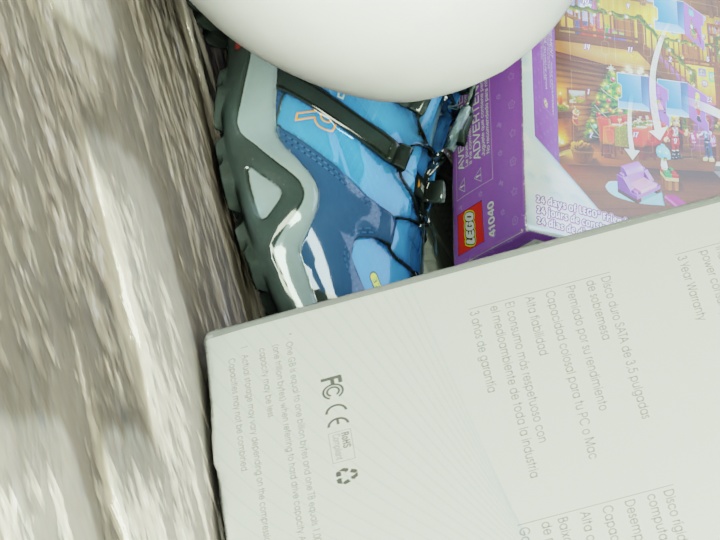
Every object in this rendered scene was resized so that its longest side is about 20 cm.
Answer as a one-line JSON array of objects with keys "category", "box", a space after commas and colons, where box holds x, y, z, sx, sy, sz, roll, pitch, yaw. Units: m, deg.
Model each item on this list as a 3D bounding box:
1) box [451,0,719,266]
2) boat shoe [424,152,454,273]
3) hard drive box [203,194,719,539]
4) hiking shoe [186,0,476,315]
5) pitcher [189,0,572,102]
[{"category": "box", "box": [0.118, -0.047, 0.830, 0.039, 0.200, 0.137, -29, -127, 50]}, {"category": "boat shoe", "box": [0.001, 0.001, 0.829, 0.074, 0.065, 0.202, 38, 26, -51]}, {"category": "hard drive box", "box": [0.076, 0.063, 0.556, 0.156, 0.200, 0.077, -100, 173, -50]}, {"category": "hiking shoe", "box": [0.002, -0.046, 0.748, 0.074, 0.087, 0.200, 51, 24, -80]}, {"category": "pitcher", "box": [-0.024, -0.151, 0.656, 0.200, 0.121, 0.172, 55, 8, -42]}]
